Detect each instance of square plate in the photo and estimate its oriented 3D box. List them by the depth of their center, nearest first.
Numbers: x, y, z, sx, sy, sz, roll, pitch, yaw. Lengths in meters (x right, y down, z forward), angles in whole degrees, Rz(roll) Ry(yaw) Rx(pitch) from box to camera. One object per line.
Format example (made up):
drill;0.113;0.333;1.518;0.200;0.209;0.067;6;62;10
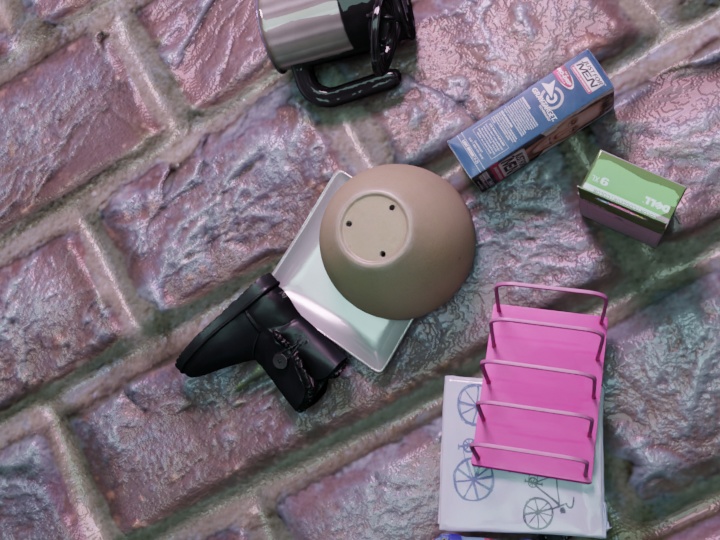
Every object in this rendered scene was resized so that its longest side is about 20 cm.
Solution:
square plate;0.000;0.000;1.247;0.200;0.028;0.198;33;93;16

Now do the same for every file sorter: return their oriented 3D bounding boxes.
file sorter;0.205;0.125;1.078;0.139;0.125;0.200;7;71;13

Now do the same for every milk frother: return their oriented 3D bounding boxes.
milk frother;-0.035;-0.309;1.200;0.188;0.200;0.181;-12;85;14

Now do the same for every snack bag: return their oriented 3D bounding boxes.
snack bag;0.194;0.218;1.125;0.200;0.021;0.189;0;70;11

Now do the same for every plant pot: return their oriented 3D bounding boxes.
plant pot;0.032;-0.042;1.159;0.200;0.134;0.200;-1;85;15

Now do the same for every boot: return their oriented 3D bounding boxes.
boot;-0.131;0.124;1.244;0.200;0.076;0.168;-42;83;19

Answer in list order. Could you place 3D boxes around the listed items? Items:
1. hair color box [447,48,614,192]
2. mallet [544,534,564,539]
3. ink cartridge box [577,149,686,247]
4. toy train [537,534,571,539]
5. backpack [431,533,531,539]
hair color box;0.213;-0.181;1.170;0.200;0.100;0.061;-33;78;10
mallet;0.190;0.261;1.139;0.066;0.041;0.200;-24;63;10
ink cartridge box;0.308;-0.084;1.082;0.104;0.200;0.059;27;92;15
toy train;0.249;0.240;1.153;0.046;0.034;0.200;6;86;14
backpack;0.175;0.383;1.089;0.200;0.183;0.135;4;68;2
